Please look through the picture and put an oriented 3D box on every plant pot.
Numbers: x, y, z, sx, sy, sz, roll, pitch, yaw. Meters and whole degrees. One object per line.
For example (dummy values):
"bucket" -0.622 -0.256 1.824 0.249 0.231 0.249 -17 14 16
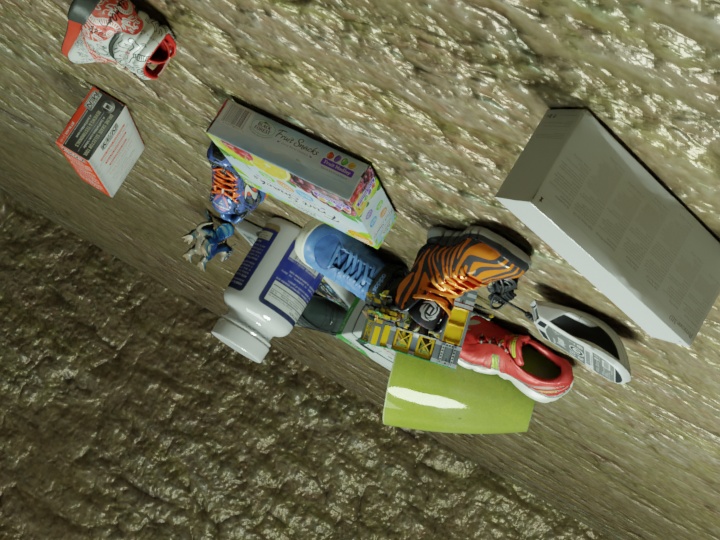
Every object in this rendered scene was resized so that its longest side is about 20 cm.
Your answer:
"plant pot" 0.153 0.155 1.660 0.198 0.189 0.187 15 166 10

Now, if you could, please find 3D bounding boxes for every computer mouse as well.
"computer mouse" 0.226 0.057 1.311 0.199 0.044 0.110 34 166 22

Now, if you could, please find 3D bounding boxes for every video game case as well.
"video game case" -0.104 -0.007 1.996 0.181 0.023 0.200 26 167 29

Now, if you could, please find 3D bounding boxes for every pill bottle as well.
"pill bottle" -0.139 0.032 1.787 0.119 0.201 0.120 31 169 6

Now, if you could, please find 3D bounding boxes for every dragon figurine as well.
"dragon figurine" -0.265 -0.066 2.076 0.059 0.100 0.200 31 150 12

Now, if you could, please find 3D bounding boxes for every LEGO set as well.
"LEGO set" 0.080 0.046 1.463 0.153 0.117 0.200 17 -179 14

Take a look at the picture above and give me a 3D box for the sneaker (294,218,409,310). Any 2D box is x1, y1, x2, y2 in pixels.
"sneaker" 0.001 -0.001 1.570 0.111 0.077 0.200 31 175 36

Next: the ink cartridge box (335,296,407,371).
"ink cartridge box" 0.058 0.105 1.876 0.146 0.083 0.200 33 168 -9

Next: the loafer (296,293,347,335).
"loafer" -0.057 0.079 2.107 0.070 0.069 0.200 7 170 33

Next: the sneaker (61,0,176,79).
"sneaker" -0.260 -0.240 1.263 0.108 0.067 0.201 36 166 -8

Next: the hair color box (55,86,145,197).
"hair color box" -0.387 -0.189 1.758 0.061 0.102 0.200 31 168 3

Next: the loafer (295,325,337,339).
"loafer" -0.121 0.083 2.314 0.199 0.070 0.070 35 169 -15

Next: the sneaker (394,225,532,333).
"sneaker" 0.107 0.016 1.264 0.077 0.113 0.200 34 169 -17

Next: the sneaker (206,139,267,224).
"sneaker" -0.165 -0.112 1.541 0.075 0.079 0.200 28 169 14

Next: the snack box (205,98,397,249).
"snack box" -0.065 -0.110 1.342 0.199 0.053 0.142 27 170 22

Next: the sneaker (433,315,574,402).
"sneaker" 0.195 0.102 1.558 0.199 0.077 0.085 24 157 5

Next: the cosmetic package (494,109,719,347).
"cosmetic package" 0.197 -0.030 0.889 0.200 0.083 0.051 38 167 -28
